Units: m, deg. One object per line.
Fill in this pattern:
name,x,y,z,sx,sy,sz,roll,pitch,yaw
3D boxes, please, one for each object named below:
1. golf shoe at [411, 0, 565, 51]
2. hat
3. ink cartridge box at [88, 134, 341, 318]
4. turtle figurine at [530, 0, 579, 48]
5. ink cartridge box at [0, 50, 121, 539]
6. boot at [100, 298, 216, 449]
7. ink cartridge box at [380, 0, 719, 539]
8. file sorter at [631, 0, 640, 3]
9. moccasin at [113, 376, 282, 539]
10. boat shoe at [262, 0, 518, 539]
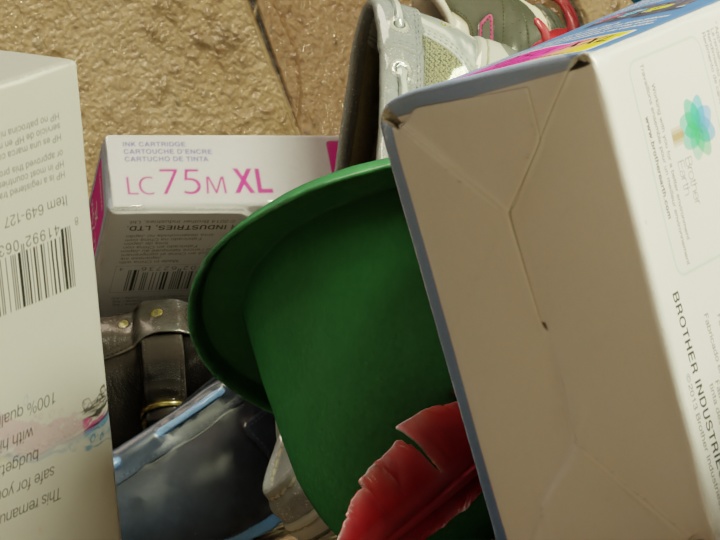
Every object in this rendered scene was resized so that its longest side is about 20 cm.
golf shoe,0.029,-0.025,1.236,0.201,0.088,0.077,-67,15,-19
hat,0.029,0.078,0.881,0.199,0.177,0.166,10,-35,-25
ink cartridge box,-0.057,0.014,1.189,0.118,0.042,0.200,0,-33,-14
turtle figurine,0.101,-0.026,1.079,0.100,0.150,0.200,23,2,-29
ink cartridge box,-0.179,0.038,0.940,0.144,0.201,0.147,10,21,38
boot,-0.105,0.074,1.169,0.173,0.070,0.201,0,-37,-9
ink cartridge box,0.105,-0.012,0.836,0.076,0.137,0.200,-8,11,41
file sorter,0.216,-0.177,1.333,0.199,0.124,0.139,10,-8,24
moccasin,-0.123,0.093,1.097,0.199,0.069,0.080,-21,4,-12
boat shoe,0.001,-0.001,1.064,0.074,0.064,0.203,-32,35,67
